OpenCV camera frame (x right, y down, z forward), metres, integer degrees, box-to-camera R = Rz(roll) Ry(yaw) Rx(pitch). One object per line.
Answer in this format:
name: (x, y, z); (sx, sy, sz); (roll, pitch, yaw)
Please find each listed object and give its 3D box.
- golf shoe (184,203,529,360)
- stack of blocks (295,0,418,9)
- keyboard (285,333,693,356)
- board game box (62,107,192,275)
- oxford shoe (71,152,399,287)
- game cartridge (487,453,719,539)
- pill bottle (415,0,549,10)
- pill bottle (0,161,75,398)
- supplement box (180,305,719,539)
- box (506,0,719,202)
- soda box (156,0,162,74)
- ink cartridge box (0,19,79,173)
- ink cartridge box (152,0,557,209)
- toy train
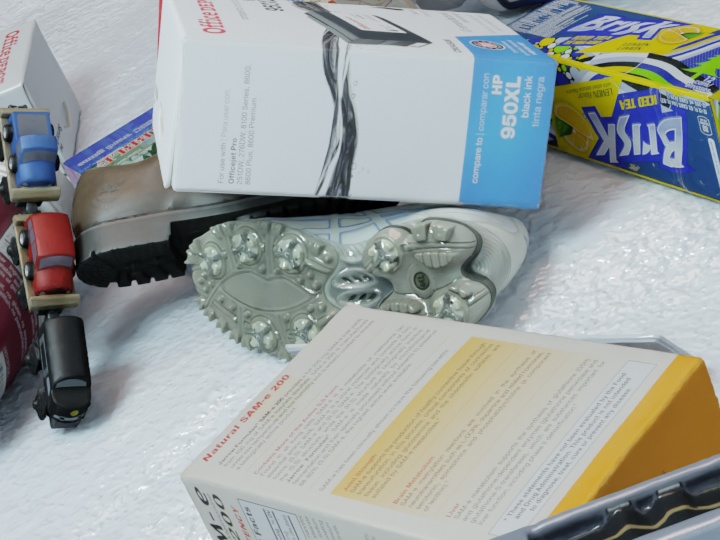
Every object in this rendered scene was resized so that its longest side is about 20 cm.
golf shoe: (0.000, 0.000, 0.901); (0.199, 0.079, 0.097); (1, 16, 33)
stack of blocks: (-0.016, -0.205, 1.100); (0.115, 0.059, 0.200); (-42, 31, 17)
keyboard: (0.060, 0.041, 0.786); (0.199, 0.056, 0.011); (-4, 66, 33)
board game box: (-0.076, -0.086, 1.111); (0.200, 0.041, 0.199); (-35, 31, -19)
oxford shoe: (-0.072, -0.051, 0.968); (0.199, 0.073, 0.085); (-8, 65, -9)
game cartridge: (0.130, 0.117, 0.514); (0.199, 0.134, 0.041); (-20, 21, 4)
pill bottle: (0.128, -0.248, 1.158); (0.199, 0.116, 0.116); (-9, 31, 24)
pill bottle: (-0.243, 0.016, 0.984); (0.114, 0.115, 0.200); (-10, 31, 22)
supplement box: (0.040, 0.089, 0.693); (0.199, 0.074, 0.126); (8, 41, 44)
box: (0.159, -0.100, 0.930); (0.064, 0.070, 0.200); (-31, 29, -19)
soda box: (-0.095, -0.144, 1.111); (0.070, 0.064, 0.200); (-21, 29, 5)
ink cartridge box: (-0.329, -0.104, 1.283); (0.199, 0.084, 0.146); (-21, 29, 4)
ink cartridge box: (-0.010, -0.096, 0.903); (0.199, 0.085, 0.145); (2, 18, -12)
toy train: (-0.180, -0.009, 0.937); (0.034, 0.201, 0.046); (-3, -22, -25)
